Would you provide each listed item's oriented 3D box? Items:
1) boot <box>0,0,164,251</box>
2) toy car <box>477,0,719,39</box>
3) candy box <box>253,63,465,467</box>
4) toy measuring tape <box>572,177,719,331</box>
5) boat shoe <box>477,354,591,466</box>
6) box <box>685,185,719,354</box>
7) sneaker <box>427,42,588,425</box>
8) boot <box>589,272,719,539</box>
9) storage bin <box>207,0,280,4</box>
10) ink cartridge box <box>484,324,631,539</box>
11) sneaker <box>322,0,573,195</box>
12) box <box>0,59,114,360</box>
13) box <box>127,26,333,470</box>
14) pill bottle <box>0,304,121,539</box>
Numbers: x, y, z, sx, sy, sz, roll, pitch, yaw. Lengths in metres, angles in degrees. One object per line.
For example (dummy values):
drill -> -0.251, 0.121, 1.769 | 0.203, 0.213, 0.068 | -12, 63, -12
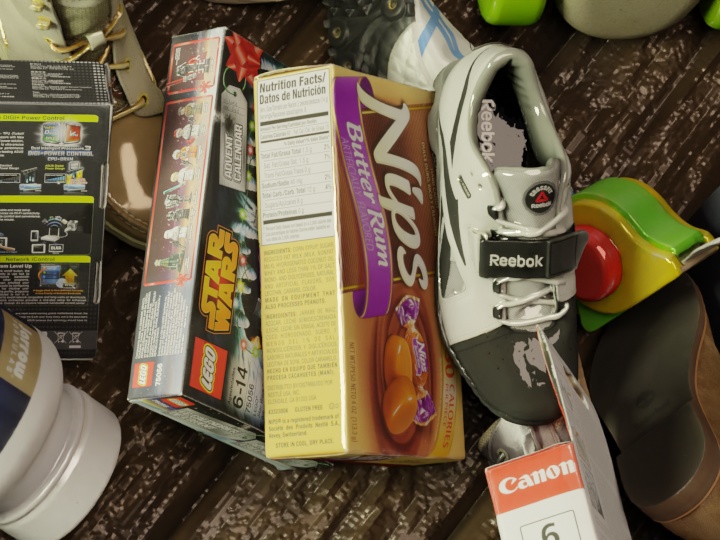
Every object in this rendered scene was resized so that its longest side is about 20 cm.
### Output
boot -> -0.141, -0.114, 1.501 | 0.072, 0.155, 0.201 | -29, 78, -16
toy car -> 0.149, -0.247, 1.609 | 0.163, 0.158, 0.201 | 0, 61, -13
candy box -> 0.000, 0.000, 1.498 | 0.056, 0.116, 0.202 | -6, 81, 33
toy measuring tape -> 0.157, -0.029, 1.512 | 0.073, 0.200, 0.074 | 15, 59, -28
boat shoe -> 0.094, 0.087, 1.531 | 0.064, 0.072, 0.201 | -14, 77, -4
box -> 0.296, 0.036, 1.562 | 0.199, 0.104, 0.183 | -9, 76, -13
sneaker -> 0.077, -0.020, 1.476 | 0.074, 0.088, 0.201 | -10, 85, -14
boot -> 0.174, 0.078, 1.523 | 0.075, 0.073, 0.201 | 41, 26, -27
storage bin -> -0.068, -0.275, 1.548 | 0.093, 0.198, 0.201 | -1, 69, 26
ink cartridge box -> 0.104, 0.140, 1.413 | 0.050, 0.109, 0.201 | -20, 60, 11
sneaker -> 0.046, -0.099, 1.587 | 0.072, 0.072, 0.201 | -5, 58, -55
box -> -0.230, -0.030, 1.462 | 0.198, 0.161, 0.044 | 0, 34, -10
box -> -0.056, -0.010, 1.502 | 0.040, 0.137, 0.201 | -7, 68, 35
pill bottle -> -0.219, 0.056, 1.428 | 0.200, 0.111, 0.112 | 36, 67, -30
